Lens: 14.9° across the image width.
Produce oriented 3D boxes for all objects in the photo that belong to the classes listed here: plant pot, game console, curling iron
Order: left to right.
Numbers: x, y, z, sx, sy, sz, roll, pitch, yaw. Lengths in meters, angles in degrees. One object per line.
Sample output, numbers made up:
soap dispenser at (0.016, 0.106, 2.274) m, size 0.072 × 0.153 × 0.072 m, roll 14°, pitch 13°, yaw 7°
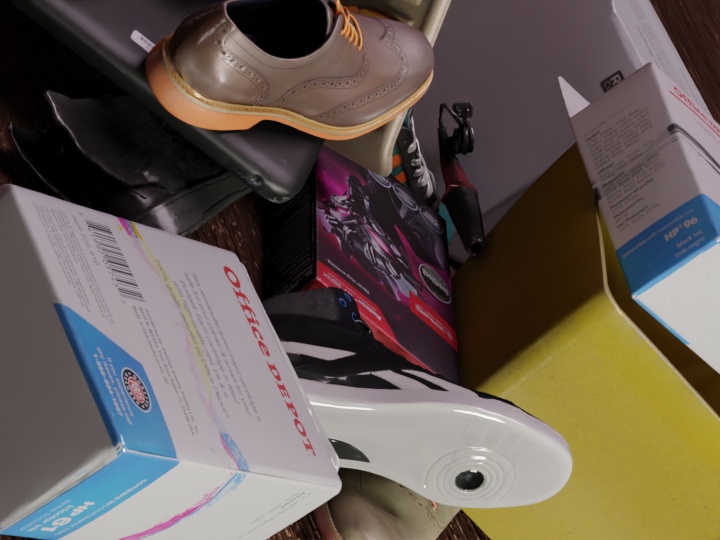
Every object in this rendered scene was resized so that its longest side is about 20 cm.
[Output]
game console at (-0.119, -0.120, 1.553) m, size 0.200 × 0.116 × 0.176 m, roll 37°, pitch 40°, yaw -12°
curling iron at (0.065, -0.057, 1.807) m, size 0.200 × 0.025 × 0.050 m, roll -92°, pitch -179°, yaw -63°
plant pot at (0.137, 0.074, 1.716) m, size 0.200 × 0.176 × 0.200 m, roll 46°, pitch 22°, yaw -23°

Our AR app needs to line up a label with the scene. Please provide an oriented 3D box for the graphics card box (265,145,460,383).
graphics card box at (0.000, 0.000, 1.693) m, size 0.125 × 0.051 × 0.200 m, roll 39°, pitch 23°, yaw -23°

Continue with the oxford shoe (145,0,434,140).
oxford shoe at (-0.020, -0.117, 1.490) m, size 0.200 × 0.073 × 0.071 m, roll -10°, pitch 65°, yaw -47°

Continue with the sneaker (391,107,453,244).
sneaker at (0.014, -0.078, 1.812) m, size 0.200 × 0.080 × 0.071 m, roll 42°, pitch 23°, yaw -40°

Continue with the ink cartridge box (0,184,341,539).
ink cartridge box at (-0.112, 0.054, 1.311) m, size 0.200 × 0.085 × 0.145 m, roll 16°, pitch 43°, yaw -59°

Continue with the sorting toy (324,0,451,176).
sorting toy at (-0.013, -0.179, 1.677) m, size 0.036 × 0.201 × 0.185 m, roll 7°, pitch 17°, yaw -41°

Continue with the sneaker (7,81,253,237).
sneaker at (-0.121, -0.065, 1.515) m, size 0.104 × 0.060 × 0.200 m, roll 57°, pitch 22°, yaw -4°

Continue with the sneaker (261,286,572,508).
sneaker at (0.018, 0.059, 1.504) m, size 0.199 × 0.073 × 0.112 m, roll 12°, pitch 38°, yaw -14°

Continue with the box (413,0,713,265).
box at (0.118, -0.130, 1.962) m, size 0.131 × 0.200 × 0.199 m, roll 27°, pitch 34°, yaw -58°

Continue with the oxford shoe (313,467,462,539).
oxford shoe at (0.028, 0.118, 1.543) m, size 0.071 × 0.075 × 0.200 m, roll 53°, pitch 20°, yaw -6°

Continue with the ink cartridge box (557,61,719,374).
ink cartridge box at (0.197, -0.045, 1.680) m, size 0.116 × 0.068 × 0.200 m, roll 38°, pitch 26°, yaw -40°
